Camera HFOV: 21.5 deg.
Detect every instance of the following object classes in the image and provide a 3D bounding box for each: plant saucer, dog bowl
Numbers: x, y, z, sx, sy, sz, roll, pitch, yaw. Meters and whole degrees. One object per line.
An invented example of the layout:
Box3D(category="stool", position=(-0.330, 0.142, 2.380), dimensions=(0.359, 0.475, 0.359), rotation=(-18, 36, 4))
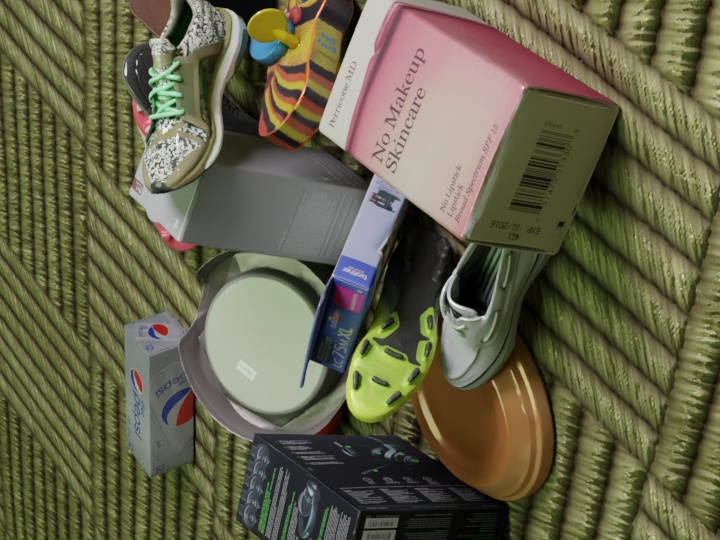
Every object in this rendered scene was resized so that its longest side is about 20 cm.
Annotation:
Box3D(category="plant saucer", position=(0.097, 0.113, 1.687), dimensions=(0.200, 0.037, 0.202), rotation=(40, 139, 45))
Box3D(category="dog bowl", position=(-0.084, 0.069, 1.875), dimensions=(0.198, 0.059, 0.202), rotation=(7, 105, 27))

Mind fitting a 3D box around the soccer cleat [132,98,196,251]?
Box3D(category="soccer cleat", position=(-0.205, -0.120, 2.068), dimensions=(0.077, 0.066, 0.202), rotation=(-96, -5, -63))

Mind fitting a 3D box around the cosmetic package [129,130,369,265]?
Box3D(category="cosmetic package", position=(-0.098, -0.070, 1.729), dimensions=(0.107, 0.199, 0.091), rotation=(39, 111, 44))

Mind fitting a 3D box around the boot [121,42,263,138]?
Box3D(category="boot", position=(-0.174, -0.146, 1.890), dimensions=(0.203, 0.074, 0.153), rotation=(36, 166, -22))

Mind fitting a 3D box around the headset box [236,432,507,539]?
Box3D(category="headset box", position=(0.004, 0.223, 1.761), dimensions=(0.200, 0.173, 0.094), rotation=(28, 109, 51))

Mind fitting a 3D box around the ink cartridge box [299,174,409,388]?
Box3D(category="ink cartridge box", position=(0.000, 0.000, 1.644), dimensions=(0.042, 0.201, 0.120), rotation=(21, 139, 4))

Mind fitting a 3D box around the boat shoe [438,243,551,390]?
Box3D(category="boat shoe", position=(0.095, 0.020, 1.558), dimensions=(0.074, 0.066, 0.201), rotation=(48, 133, 34))

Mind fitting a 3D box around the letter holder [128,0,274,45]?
Box3D(category="letter holder", position=(-0.160, -0.325, 1.800), dimensions=(0.142, 0.100, 0.202), rotation=(39, 139, 47))

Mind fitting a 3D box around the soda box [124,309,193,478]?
Box3D(category="soda box", position=(-0.243, 0.151, 2.294), dimensions=(0.068, 0.063, 0.201), rotation=(45, 143, 41))

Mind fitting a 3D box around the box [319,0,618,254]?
Box3D(category="box", position=(0.079, -0.116, 1.453), dimensions=(0.200, 0.108, 0.129), rotation=(39, 114, 44))

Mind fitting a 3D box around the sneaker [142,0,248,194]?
Box3D(category="sneaker", position=(-0.162, -0.159, 1.628), dimensions=(0.076, 0.202, 0.089), rotation=(-9, 146, 31))

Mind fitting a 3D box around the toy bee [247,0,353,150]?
Box3D(category="toy bee", position=(-0.047, -0.213, 1.662), dimensions=(0.108, 0.130, 0.202), rotation=(-27, 72, 38))

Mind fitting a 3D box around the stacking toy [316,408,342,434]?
Box3D(category="stacking toy", position=(-0.058, 0.205, 1.987), dimensions=(0.085, 0.085, 0.201), rotation=(47, 141, 36))

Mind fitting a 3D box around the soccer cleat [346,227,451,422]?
Box3D(category="soccer cleat", position=(0.035, 0.056, 1.632), dimensions=(0.064, 0.201, 0.084), rotation=(18, 145, 3))
